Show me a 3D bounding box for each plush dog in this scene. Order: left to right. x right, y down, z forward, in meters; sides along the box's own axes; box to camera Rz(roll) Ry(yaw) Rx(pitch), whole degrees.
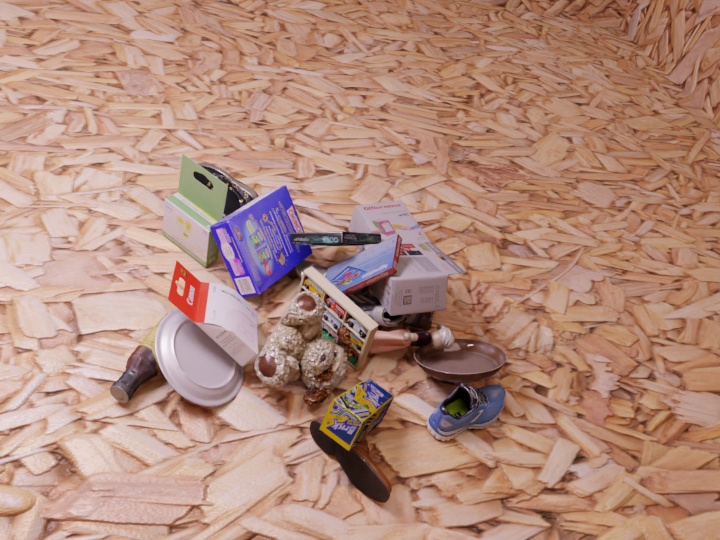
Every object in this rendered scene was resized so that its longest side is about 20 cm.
[{"bbox_3d":[-0.104,0.170,1.399,0.170,0.161,0.203,33,69,-4],"label":"plush dog"}]

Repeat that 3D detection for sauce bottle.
[{"bbox_3d":[-0.394,0.163,1.325,0.065,0.067,0.202,23,43,6],"label":"sauce bottle"}]

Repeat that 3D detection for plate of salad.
[{"bbox_3d":[-0.306,0.164,1.342,0.198,0.048,0.204,32,41,-32],"label":"plate of salad"}]

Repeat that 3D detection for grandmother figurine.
[{"bbox_3d":[0.104,0.146,1.513,0.193,0.063,0.121,0,7,-4],"label":"grandmother figurine"}]

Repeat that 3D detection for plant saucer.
[{"bbox_3d":[0.209,0.192,1.496,0.194,0.033,0.201,0,15,0],"label":"plant saucer"}]

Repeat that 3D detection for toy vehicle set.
[{"bbox_3d":[-0.056,0.100,1.477,0.199,0.126,0.026,39,44,23],"label":"toy vehicle set"}]

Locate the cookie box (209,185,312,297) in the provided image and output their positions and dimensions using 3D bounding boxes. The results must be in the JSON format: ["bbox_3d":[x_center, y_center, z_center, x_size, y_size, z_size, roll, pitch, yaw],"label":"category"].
[{"bbox_3d":[-0.214,-0.066,1.562,0.074,0.175,0.199,-7,22,40],"label":"cookie box"}]

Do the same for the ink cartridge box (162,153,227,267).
[{"bbox_3d":[-0.364,-0.129,1.547,0.144,0.203,0.048,34,43,19],"label":"ink cartridge box"}]

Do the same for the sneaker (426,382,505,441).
[{"bbox_3d":[0.226,0.273,1.426,0.196,0.091,0.079,-17,52,-35],"label":"sneaker"}]

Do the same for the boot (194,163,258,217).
[{"bbox_3d":[-0.359,-0.171,1.697,0.200,0.075,0.155,27,43,8],"label":"boot"}]

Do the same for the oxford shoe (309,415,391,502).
[{"bbox_3d":[-0.004,0.332,1.289,0.070,0.073,0.200,-19,52,-42],"label":"oxford shoe"}]

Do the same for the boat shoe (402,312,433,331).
[{"bbox_3d":[0.142,0.073,1.637,0.072,0.072,0.202,34,35,-10],"label":"boat shoe"}]

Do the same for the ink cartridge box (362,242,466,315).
[{"bbox_3d":[0.112,0.012,1.543,0.170,0.086,0.200,-4,24,-17],"label":"ink cartridge box"}]

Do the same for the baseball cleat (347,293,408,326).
[{"bbox_3d":[0.007,0.085,1.526,0.194,0.072,0.106,-4,7,-11],"label":"baseball cleat"}]

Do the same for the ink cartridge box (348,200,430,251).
[{"bbox_3d":[0.076,-0.076,1.753,0.141,0.086,0.202,-8,46,-28],"label":"ink cartridge box"}]

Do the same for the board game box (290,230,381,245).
[{"bbox_3d":[-0.052,-0.071,1.608,0.132,0.029,0.199,0,1,28],"label":"board game box"}]

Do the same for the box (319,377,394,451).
[{"bbox_3d":[-0.002,0.260,1.304,0.069,0.065,0.199,31,12,14],"label":"box"}]

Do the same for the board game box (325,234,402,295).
[{"bbox_3d":[0.000,0.000,1.501,0.019,0.197,0.104,46,36,-28],"label":"board game box"}]

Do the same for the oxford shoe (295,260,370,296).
[{"bbox_3d":[-0.059,0.021,1.616,0.196,0.059,0.075,28,43,12],"label":"oxford shoe"}]

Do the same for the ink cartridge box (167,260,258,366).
[{"bbox_3d":[-0.278,0.071,1.371,0.201,0.056,0.164,52,10,-26],"label":"ink cartridge box"}]
